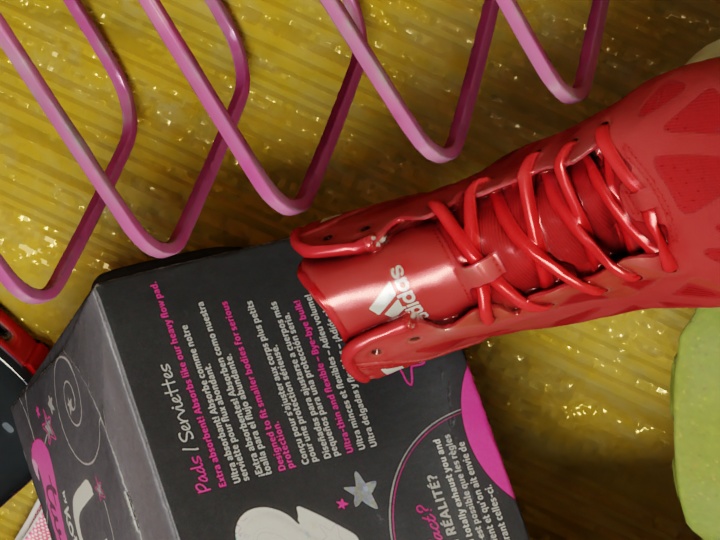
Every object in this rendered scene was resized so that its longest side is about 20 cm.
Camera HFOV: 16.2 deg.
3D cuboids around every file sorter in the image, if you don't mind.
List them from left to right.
[{"bbox_3d":[-0.035,-0.092,0.764,0.200,0.139,0.125,-19,120,24],"label":"file sorter"}]

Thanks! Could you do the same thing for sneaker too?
[{"bbox_3d":[0.052,-0.003,0.699,0.078,0.115,0.200,66,159,4],"label":"sneaker"}]

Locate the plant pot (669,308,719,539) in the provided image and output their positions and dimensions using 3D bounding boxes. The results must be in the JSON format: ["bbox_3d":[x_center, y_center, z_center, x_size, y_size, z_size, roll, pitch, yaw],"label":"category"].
[{"bbox_3d":[0.202,0.039,0.770,0.190,0.200,0.200,6,120,26],"label":"plant pot"}]

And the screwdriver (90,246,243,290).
[{"bbox_3d":[0.000,0.000,0.873,0.200,0.028,0.029,-5,87,18],"label":"screwdriver"}]

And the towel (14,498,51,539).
[{"bbox_3d":[-0.026,0.123,0.946,0.200,0.030,0.146,31,121,-4],"label":"towel"}]

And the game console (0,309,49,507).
[{"bbox_3d":[-0.223,0.035,0.948,0.200,0.031,0.177,43,119,-10],"label":"game console"}]

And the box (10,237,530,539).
[{"bbox_3d":[-0.023,0.104,0.809,0.132,0.115,0.200,-46,59,61],"label":"box"}]
